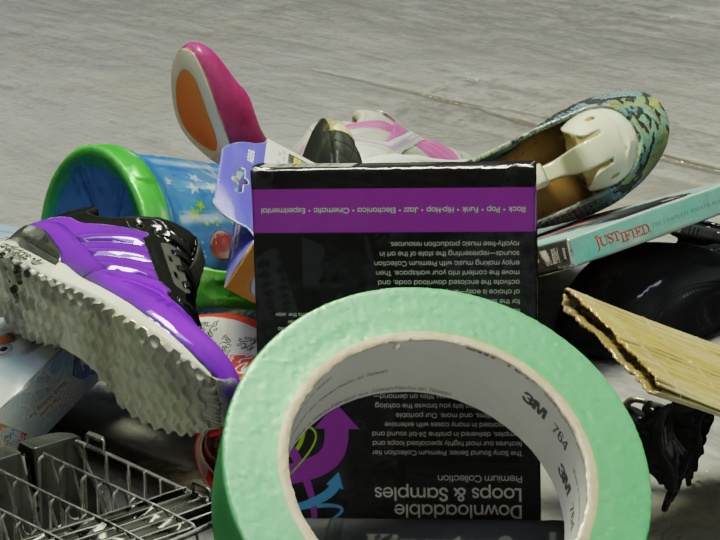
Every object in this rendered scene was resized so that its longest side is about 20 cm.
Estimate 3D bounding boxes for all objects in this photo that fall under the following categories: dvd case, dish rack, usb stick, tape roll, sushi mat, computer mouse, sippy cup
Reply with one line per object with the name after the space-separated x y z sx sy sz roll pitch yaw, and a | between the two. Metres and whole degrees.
0.123 -0.015 1.537 0.145 0.022 0.200 -19 1 -34 | dvd case
-0.161 0.132 1.195 0.153 0.055 0.200 -17 17 -32 | dish rack
0.029 0.143 1.185 0.199 0.033 0.056 0 31 8 | usb stick
0.032 0.102 1.116 0.199 0.048 0.201 5 53 -7 | tape roll
0.197 0.062 1.258 0.199 0.012 0.096 20 18 -35 | sushi mat
0.200 0.002 1.538 0.199 0.053 0.138 -20 26 -40 | computer mouse
-0.115 -0.013 1.537 0.130 0.140 0.178 -4 52 -36 | sippy cup

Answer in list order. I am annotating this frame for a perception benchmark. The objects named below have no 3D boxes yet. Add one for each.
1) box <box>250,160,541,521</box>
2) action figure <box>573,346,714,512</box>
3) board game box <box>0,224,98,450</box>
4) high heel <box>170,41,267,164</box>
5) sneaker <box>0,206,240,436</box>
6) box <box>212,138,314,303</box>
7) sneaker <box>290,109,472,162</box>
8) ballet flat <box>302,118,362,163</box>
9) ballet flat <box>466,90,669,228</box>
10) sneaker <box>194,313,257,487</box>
0.019 0.046 1.217 0.142 0.201 0.036 0 6 8 | box
0.080 0.074 1.285 0.199 0.103 0.119 19 27 14 | action figure
-0.246 0.047 1.419 0.199 0.044 0.199 10 39 33 | board game box
-0.061 -0.094 1.624 0.096 0.201 0.067 -38 43 -17 | high heel
-0.116 0.013 1.330 0.099 0.070 0.200 -31 44 -31 | sneaker
0.000 0.000 1.389 0.199 0.042 0.119 26 29 -13 | box
0.019 -0.067 1.629 0.088 0.081 0.200 43 12 20 | sneaker
-0.003 -0.008 1.490 0.056 0.067 0.201 4 54 -23 | ballet flat
0.121 -0.060 1.553 0.199 0.075 0.074 -28 26 -14 | ballet flat
-0.072 0.077 1.345 0.200 0.068 0.108 13 22 33 | sneaker
